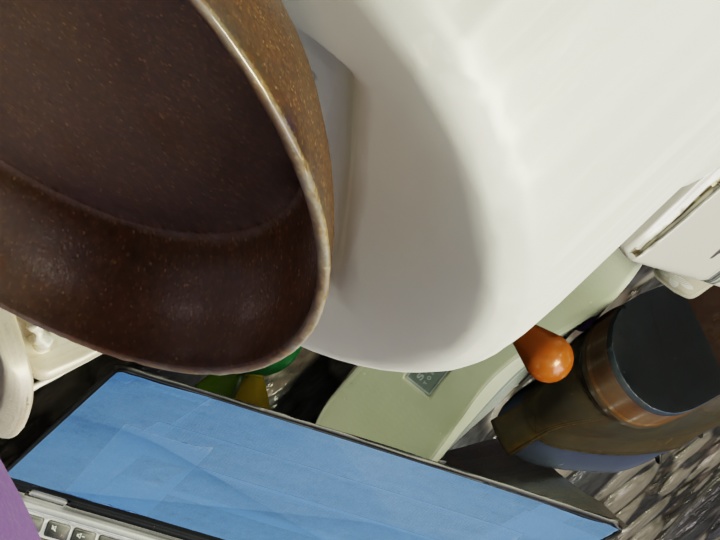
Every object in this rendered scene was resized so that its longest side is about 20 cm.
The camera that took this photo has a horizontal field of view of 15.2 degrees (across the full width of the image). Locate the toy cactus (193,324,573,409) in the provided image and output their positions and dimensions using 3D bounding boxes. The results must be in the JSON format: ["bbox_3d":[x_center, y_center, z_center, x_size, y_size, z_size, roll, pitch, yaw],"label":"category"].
[{"bbox_3d":[0.000,0.000,0.994,0.199,0.103,0.165,-30,151,1],"label":"toy cactus"}]

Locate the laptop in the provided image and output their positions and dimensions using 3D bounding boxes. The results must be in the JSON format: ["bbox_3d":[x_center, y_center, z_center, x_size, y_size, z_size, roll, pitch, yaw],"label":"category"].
[{"bbox_3d":[-0.043,0.137,0.937,0.201,0.186,0.116,-69,-161,7],"label":"laptop"}]

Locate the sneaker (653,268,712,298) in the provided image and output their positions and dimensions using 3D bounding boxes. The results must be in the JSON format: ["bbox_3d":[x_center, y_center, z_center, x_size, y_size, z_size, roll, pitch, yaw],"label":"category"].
[{"bbox_3d":[0.179,-0.070,1.122,0.200,0.075,0.090,-41,159,-37],"label":"sneaker"}]

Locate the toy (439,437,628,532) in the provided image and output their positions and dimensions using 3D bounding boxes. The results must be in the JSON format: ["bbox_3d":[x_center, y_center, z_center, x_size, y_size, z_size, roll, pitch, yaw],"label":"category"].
[{"bbox_3d":[0.038,0.117,1.175,0.115,0.047,0.200,-10,-168,-9],"label":"toy"}]

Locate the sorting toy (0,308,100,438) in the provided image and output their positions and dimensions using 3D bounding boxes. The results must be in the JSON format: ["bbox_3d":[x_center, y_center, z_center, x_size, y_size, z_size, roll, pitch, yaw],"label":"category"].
[{"bbox_3d":[-0.061,-0.016,0.832,0.199,0.107,0.180,-28,165,-26],"label":"sorting toy"}]

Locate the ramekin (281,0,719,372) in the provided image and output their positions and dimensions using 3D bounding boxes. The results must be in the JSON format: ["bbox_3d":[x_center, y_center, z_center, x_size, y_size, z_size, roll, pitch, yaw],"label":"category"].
[{"bbox_3d":[-0.008,-0.071,0.608,0.098,0.200,0.201,-46,166,-27],"label":"ramekin"}]

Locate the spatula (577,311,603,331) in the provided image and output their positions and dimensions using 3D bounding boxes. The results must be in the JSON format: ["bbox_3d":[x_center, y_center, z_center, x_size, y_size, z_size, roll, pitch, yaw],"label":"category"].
[{"bbox_3d":[0.117,-0.046,1.162,0.020,0.057,0.200,4,143,-6],"label":"spatula"}]

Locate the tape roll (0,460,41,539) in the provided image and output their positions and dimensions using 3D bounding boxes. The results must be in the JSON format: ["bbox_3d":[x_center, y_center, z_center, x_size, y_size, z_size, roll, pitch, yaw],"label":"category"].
[{"bbox_3d":[-0.150,0.011,0.562,0.066,0.200,0.200,-39,161,1],"label":"tape roll"}]

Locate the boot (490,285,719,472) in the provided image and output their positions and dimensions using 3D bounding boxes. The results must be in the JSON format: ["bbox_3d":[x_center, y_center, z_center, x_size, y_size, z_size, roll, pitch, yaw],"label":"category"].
[{"bbox_3d":[0.148,0.039,1.197,0.199,0.075,0.097,-7,163,-42],"label":"boot"}]

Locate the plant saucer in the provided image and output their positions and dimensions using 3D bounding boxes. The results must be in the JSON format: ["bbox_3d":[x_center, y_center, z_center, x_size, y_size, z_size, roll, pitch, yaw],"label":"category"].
[{"bbox_3d":[-0.083,-0.057,0.569,0.035,0.200,0.201,-52,168,-27],"label":"plant saucer"}]

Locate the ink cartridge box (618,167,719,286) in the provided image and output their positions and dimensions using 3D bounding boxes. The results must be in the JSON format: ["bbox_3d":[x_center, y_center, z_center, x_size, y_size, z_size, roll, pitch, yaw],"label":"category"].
[{"bbox_3d":[0.108,-0.073,0.918,0.084,0.145,0.200,-43,160,14],"label":"ink cartridge box"}]

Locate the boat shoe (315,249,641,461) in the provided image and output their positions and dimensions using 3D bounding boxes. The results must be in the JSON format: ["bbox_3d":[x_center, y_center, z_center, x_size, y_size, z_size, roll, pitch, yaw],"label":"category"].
[{"bbox_3d":[0.055,0.015,1.158,0.201,0.070,0.072,-47,-179,14],"label":"boat shoe"}]
